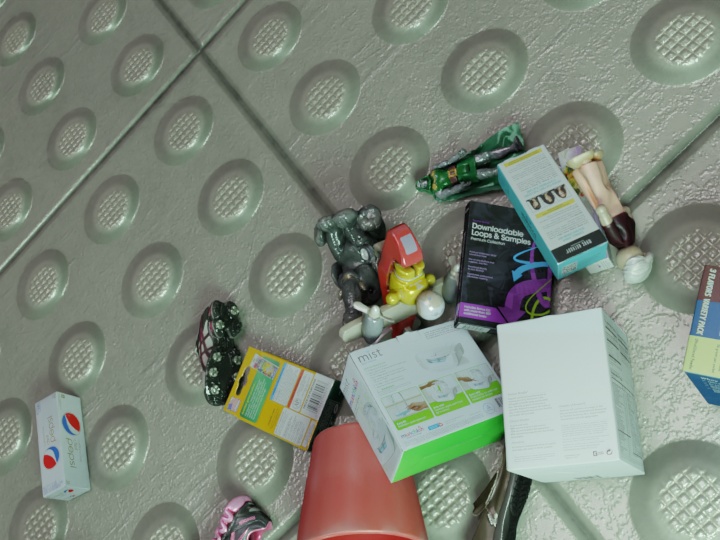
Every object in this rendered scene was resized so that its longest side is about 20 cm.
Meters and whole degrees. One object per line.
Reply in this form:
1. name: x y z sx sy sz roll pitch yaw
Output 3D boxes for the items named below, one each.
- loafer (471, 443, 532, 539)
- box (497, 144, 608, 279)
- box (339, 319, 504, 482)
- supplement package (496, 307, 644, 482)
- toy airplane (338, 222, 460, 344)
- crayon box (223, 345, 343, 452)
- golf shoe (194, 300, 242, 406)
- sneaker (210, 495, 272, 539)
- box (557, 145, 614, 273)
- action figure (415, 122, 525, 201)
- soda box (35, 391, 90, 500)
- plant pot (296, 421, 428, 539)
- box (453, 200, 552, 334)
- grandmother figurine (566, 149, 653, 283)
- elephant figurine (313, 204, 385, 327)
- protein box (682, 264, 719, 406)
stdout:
1. loafer: 0.192 0.336 1.218 0.070 0.073 0.202 10 77 32
2. box: 0.285 -0.091 1.279 0.082 0.049 0.201 -23 59 -1
3. box: 0.097 0.185 1.254 0.199 0.097 0.177 -16 53 -25
4. supplement package: 0.290 0.177 1.173 0.151 0.150 0.202 -12 66 27
5. toy airplane: 0.076 0.050 1.323 0.141 0.199 0.201 26 86 48
6. crayon box: -0.131 0.222 1.471 0.199 0.052 0.127 17 81 34
7. golf shoe: -0.266 0.157 1.578 0.088 0.077 0.202 -24 56 44
8. sneaker: -0.211 0.482 1.413 0.095 0.079 0.201 24 86 24
9. box: 0.346 -0.096 1.312 0.038 0.041 0.202 -19 64 24
10. action figure: 0.181 -0.167 1.434 0.199 0.055 0.119 -17 66 29
11. soda box: -0.593 0.348 1.691 0.063 0.068 0.201 -27 60 19
12. plant pot: 0.000 0.338 1.274 0.199 0.200 0.179 -21 51 23
13. box: 0.223 0.000 1.305 0.142 0.036 0.202 9 71 -6
14. grandmother figurine: 0.371 -0.076 1.248 0.060 0.121 0.202 -30 77 44
15. elephant figurine: 0.000 0.000 1.434 0.141 0.154 0.202 154 100 -68
16. protein box: 0.520 0.100 1.033 0.197 0.200 0.136 9 76 33
